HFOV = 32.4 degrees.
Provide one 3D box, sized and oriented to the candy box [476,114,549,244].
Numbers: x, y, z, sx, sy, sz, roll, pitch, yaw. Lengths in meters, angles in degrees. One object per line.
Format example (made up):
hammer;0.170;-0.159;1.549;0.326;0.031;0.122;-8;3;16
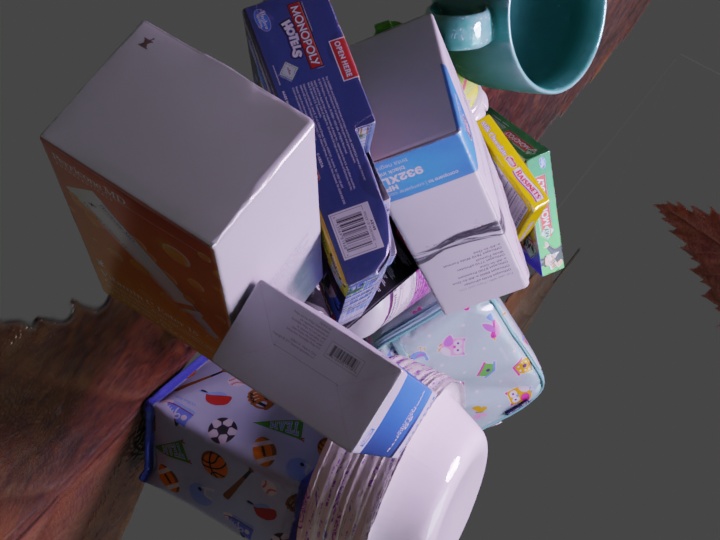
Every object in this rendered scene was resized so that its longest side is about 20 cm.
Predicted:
candy box;0.128;-0.067;1.227;0.026;0.103;0.200;-32;167;-16

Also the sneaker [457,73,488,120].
sneaker;0.039;-0.134;1.177;0.200;0.078;0.091;-50;142;-21

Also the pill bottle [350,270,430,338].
pill bottle;0.000;0.000;1.187;0.199;0.112;0.113;-32;150;-48

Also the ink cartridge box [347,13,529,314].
ink cartridge box;0.064;-0.084;1.031;0.201;0.083;0.146;59;16;-46

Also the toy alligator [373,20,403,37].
toy alligator;0.045;-0.158;1.103;0.201;0.059;0.055;63;17;-49

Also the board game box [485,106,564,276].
board game box;0.139;-0.098;1.268;0.029;0.200;0.136;-22;124;-14

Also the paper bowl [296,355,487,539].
paper bowl;0.037;0.181;1.042;0.201;0.103;0.202;-54;156;-38

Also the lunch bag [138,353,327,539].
lunch bag;-0.074;0.140;1.107;0.200;0.169;0.125;-45;156;-50

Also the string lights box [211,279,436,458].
string lights box;-0.015;0.070;0.804;0.059;0.102;0.200;-58;167;-3

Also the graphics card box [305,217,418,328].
graphics card box;-0.032;-0.015;1.029;0.051;0.126;0.200;-35;-178;32

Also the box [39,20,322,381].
box;-0.100;-0.034;0.763;0.098;0.124;0.201;-53;164;-22

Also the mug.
mug;0.126;-0.245;1.119;0.184;0.114;0.154;20;87;-48

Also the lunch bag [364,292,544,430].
lunch bag;0.098;0.097;1.328;0.159;0.077;0.201;-31;127;5

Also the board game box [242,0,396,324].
board game box;-0.024;-0.070;0.899;0.061;0.202;0.200;-19;170;-7
